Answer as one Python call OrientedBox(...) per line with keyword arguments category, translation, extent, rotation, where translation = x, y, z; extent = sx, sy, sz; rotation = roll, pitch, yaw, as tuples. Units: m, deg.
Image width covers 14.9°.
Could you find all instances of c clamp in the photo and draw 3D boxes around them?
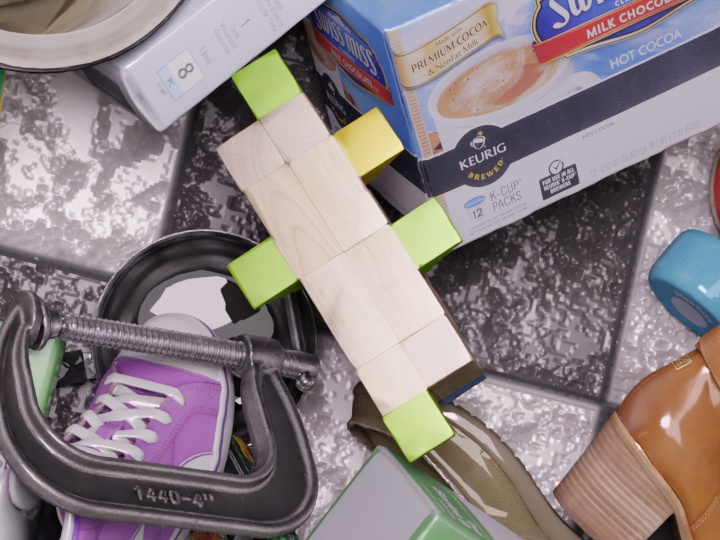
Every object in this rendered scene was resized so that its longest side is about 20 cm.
OrientedBox(category="c clamp", translation=(-0.095, 0.054, 1.304), extent=(0.200, 0.027, 0.171), rotation=(6, 53, -38))

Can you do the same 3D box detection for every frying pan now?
OrientedBox(category="frying pan", translation=(-0.111, 0.057, 1.401), extent=(0.190, 0.031, 0.115), rotation=(-33, 90, -3))

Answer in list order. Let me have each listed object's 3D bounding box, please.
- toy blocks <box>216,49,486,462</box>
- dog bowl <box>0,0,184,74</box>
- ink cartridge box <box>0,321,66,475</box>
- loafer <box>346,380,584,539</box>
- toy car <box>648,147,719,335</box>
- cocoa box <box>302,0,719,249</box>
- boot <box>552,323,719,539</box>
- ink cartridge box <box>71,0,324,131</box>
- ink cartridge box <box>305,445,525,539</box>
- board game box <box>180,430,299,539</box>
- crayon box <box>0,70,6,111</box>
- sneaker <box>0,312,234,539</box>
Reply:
OrientedBox(category="toy blocks", translation=(0.000, 0.000, 1.350), extent=(0.100, 0.137, 0.200), rotation=(-32, 80, 2))
OrientedBox(category="dog bowl", translation=(-0.166, -0.186, 1.267), extent=(0.200, 0.074, 0.200), rotation=(2, 87, -30))
OrientedBox(category="ink cartridge box", translation=(-0.235, 0.113, 1.332), extent=(0.146, 0.084, 0.200), rotation=(13, 86, -5))
OrientedBox(category="loafer", translation=(0.063, 0.135, 1.408), extent=(0.200, 0.076, 0.067), rotation=(44, 72, -5))
OrientedBox(category="toy car", translation=(0.278, -0.021, 1.404), extent=(0.177, 0.200, 0.184), rotation=(43, 79, -5))
OrientedBox(category="cocoa box", translation=(0.086, -0.126, 1.386), extent=(0.200, 0.133, 0.131), rotation=(-25, 123, -13))
OrientedBox(category="boot", translation=(0.215, 0.116, 1.403), extent=(0.200, 0.074, 0.155), rotation=(40, 101, -26))
OrientedBox(category="ink cartridge box", translation=(-0.070, -0.168, 1.366), extent=(0.200, 0.160, 0.047), rotation=(-41, 127, -11))
OrientedBox(category="ink cartridge box", translation=(0.051, 0.202, 1.331), extent=(0.200, 0.088, 0.145), rotation=(35, 94, -29))
OrientedBox(category="board game box", translation=(-0.070, 0.159, 1.310), extent=(0.105, 0.200, 0.023), rotation=(-42, 121, 5))
OrientedBox(category="crayon box", translation=(-0.214, -0.157, 1.348), extent=(0.058, 0.119, 0.200), rotation=(10, 83, -30))
OrientedBox(category="sneaker", translation=(-0.119, 0.091, 1.306), extent=(0.073, 0.114, 0.201), rotation=(8, 61, 19))
